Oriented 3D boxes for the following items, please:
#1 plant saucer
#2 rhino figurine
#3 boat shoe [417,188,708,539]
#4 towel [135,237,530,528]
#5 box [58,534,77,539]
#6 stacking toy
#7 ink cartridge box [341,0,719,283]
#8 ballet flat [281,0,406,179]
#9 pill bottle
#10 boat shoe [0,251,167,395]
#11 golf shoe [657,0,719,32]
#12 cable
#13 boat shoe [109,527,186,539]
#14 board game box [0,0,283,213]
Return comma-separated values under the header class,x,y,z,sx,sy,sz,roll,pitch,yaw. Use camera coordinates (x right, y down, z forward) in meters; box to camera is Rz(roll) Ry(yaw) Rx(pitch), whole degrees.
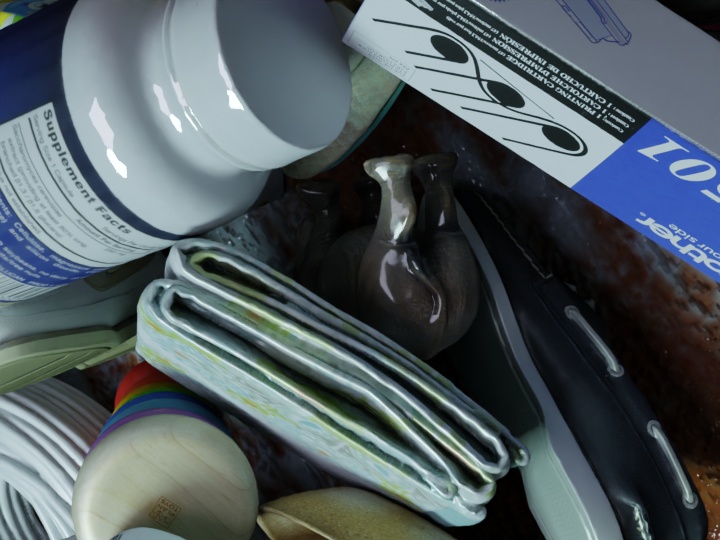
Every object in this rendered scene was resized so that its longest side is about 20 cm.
class,x,y,z,sx,sy,sz,roll,pitch,yaw
plant saucer,0.040,0.157,0.861,0.200,0.036,0.200,33,164,11
rhino figurine,0.000,0.000,0.838,0.200,0.059,0.088,168,93,-71
boat shoe,0.085,0.045,0.812,0.076,0.060,0.201,111,139,-61
towel,-0.019,0.053,0.815,0.171,0.048,0.200,33,168,-1
box,-0.085,0.239,0.947,0.125,0.097,0.201,-111,6,-59
stacking toy,-0.100,0.087,0.920,0.200,0.085,0.086,-121,19,-75
ink cartridge box,0.095,-0.065,0.695,0.199,0.044,0.094,32,162,-3
ballet flat,0.008,-0.128,0.769,0.200,0.062,0.068,-53,46,18
pill bottle,-0.105,-0.060,0.764,0.199,0.111,0.112,-18,96,35
boat shoe,-0.150,0.015,0.911,0.074,0.200,0.069,-22,88,16
golf shoe,0.165,-0.144,0.643,0.200,0.088,0.078,-34,68,41
cable,-0.188,0.150,1.077,0.201,0.069,0.200,55,136,3
boat shoe,-0.030,0.178,0.792,0.198,0.068,0.074,27,125,-4
board game box,-0.147,-0.093,0.925,0.199,0.103,0.106,17,118,35
